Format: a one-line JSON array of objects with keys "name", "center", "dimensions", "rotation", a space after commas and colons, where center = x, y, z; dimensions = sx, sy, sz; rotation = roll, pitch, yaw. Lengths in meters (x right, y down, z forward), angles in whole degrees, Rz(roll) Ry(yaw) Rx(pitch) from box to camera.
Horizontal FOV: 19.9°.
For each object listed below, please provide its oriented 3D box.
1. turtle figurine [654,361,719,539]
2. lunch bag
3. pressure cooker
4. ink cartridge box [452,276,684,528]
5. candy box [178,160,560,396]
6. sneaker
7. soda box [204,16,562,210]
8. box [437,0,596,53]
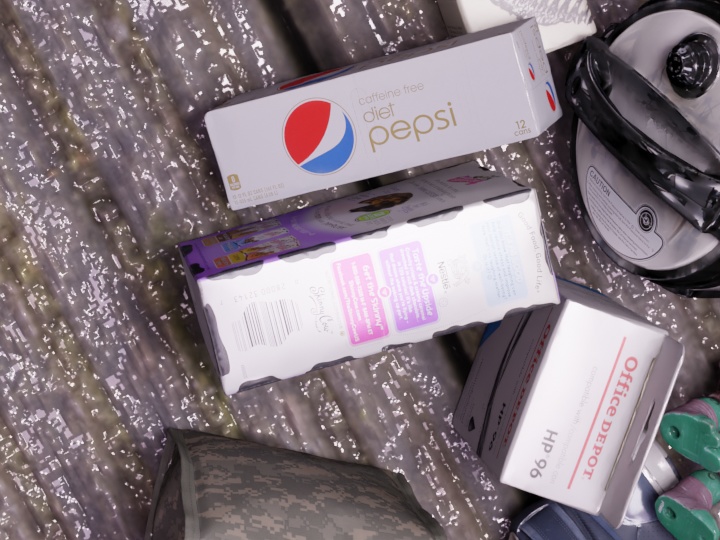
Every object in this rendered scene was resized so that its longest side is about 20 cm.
[{"name": "turtle figurine", "center": [0.266, 0.089, 1.291], "dimensions": [0.199, 0.100, 0.151], "rotation": [-28, 112, -34]}, {"name": "lunch bag", "center": [-0.041, 0.177, 1.217], "dimensions": [0.163, 0.200, 0.118], "rotation": [12, 95, -10]}, {"name": "pressure cooker", "center": [0.219, -0.075, 1.207], "dimensions": [0.199, 0.175, 0.180], "rotation": [1, 83, -38]}, {"name": "ink cartridge box", "center": [0.120, 0.070, 1.225], "dimensions": [0.067, 0.200, 0.117], "rotation": [19, 94, -10]}, {"name": "candy box", "center": [0.000, 0.000, 1.215], "dimensions": [0.199, 0.168, 0.072], "rotation": [-15, 100, -6]}, {"name": "sneaker", "center": [0.174, 0.222, 1.309], "dimensions": [0.146, 0.077, 0.203], "rotation": [-35, 91, -14]}, {"name": "soda box", "center": [0.013, -0.093, 1.216], "dimensions": [0.199, 0.068, 0.064], "rotation": [-13, 100, 20]}, {"name": "box", "center": [0.071, -0.225, 1.245], "dimensions": [0.082, 0.068, 0.201], "rotation": [-22, 101, -4]}]
